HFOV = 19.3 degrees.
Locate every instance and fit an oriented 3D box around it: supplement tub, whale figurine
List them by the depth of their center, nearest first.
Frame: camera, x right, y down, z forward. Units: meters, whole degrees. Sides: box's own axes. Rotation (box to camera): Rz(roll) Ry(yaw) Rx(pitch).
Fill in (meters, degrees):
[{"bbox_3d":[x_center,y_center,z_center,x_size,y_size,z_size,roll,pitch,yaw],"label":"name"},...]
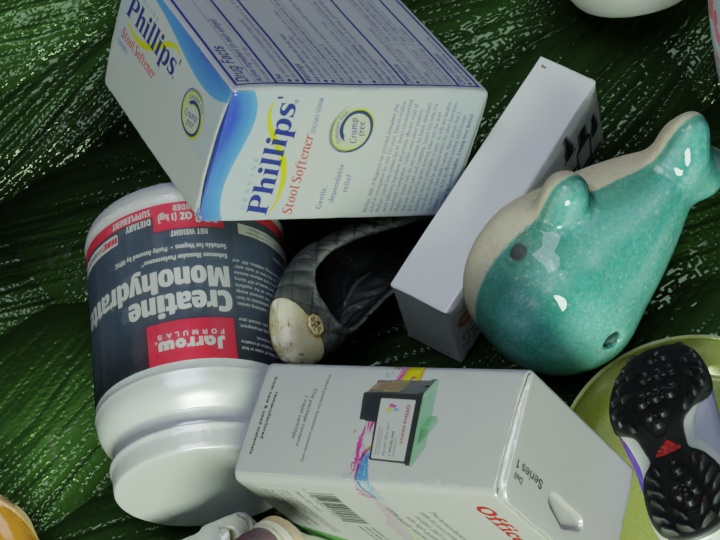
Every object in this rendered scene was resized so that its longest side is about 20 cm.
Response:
[{"bbox_3d":[0.164,-0.012,1.381,0.200,0.159,0.104,-38,55,2],"label":"whale figurine"},{"bbox_3d":[-0.112,0.055,1.428,0.139,0.141,0.201,-12,60,6],"label":"supplement tub"}]

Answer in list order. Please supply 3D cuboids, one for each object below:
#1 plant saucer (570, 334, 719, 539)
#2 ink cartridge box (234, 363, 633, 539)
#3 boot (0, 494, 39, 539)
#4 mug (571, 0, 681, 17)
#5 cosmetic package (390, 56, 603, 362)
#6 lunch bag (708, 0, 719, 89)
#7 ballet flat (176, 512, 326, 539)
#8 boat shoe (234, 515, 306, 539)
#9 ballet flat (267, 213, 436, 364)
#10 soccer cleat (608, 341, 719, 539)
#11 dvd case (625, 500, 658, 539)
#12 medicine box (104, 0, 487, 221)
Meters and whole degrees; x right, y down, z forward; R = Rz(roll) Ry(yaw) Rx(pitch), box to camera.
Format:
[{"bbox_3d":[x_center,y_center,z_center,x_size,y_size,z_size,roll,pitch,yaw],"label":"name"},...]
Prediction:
[{"bbox_3d":[0.222,0.138,1.358,0.198,0.031,0.201,0,62,1],"label":"plant saucer"},{"bbox_3d":[0.047,0.125,1.307,0.199,0.145,0.085,0,61,37],"label":"ink cartridge box"},{"bbox_3d":[-0.252,0.230,1.400,0.200,0.071,0.144,24,59,14],"label":"boot"},{"bbox_3d":[0.179,-0.289,1.530,0.146,0.177,0.200,-15,28,-4],"label":"mug"},{"bbox_3d":[0.098,-0.042,1.466,0.050,0.083,0.201,26,71,24],"label":"cosmetic package"},{"bbox_3d":[0.299,-0.210,1.459,0.126,0.170,0.201,-6,60,7],"label":"lunch bag"},{"bbox_3d":[-0.063,0.194,1.364,0.198,0.068,0.069,10,106,11],"label":"ballet flat"},{"bbox_3d":[-0.078,0.247,1.301,0.064,0.201,0.072,-9,30,-41],"label":"boat shoe"},{"bbox_3d":[0.000,0.000,1.433,0.057,0.067,0.200,-13,21,40],"label":"ballet flat"},{"bbox_3d":[0.200,0.121,1.301,0.068,0.073,0.201,-22,31,10],"label":"soccer cleat"},{"bbox_3d":[0.109,0.212,1.367,0.198,0.016,0.150,5,63,15],"label":"dvd case"},{"bbox_3d":[-0.047,-0.126,1.454,0.199,0.104,0.182,-3,35,-30],"label":"medicine box"}]
